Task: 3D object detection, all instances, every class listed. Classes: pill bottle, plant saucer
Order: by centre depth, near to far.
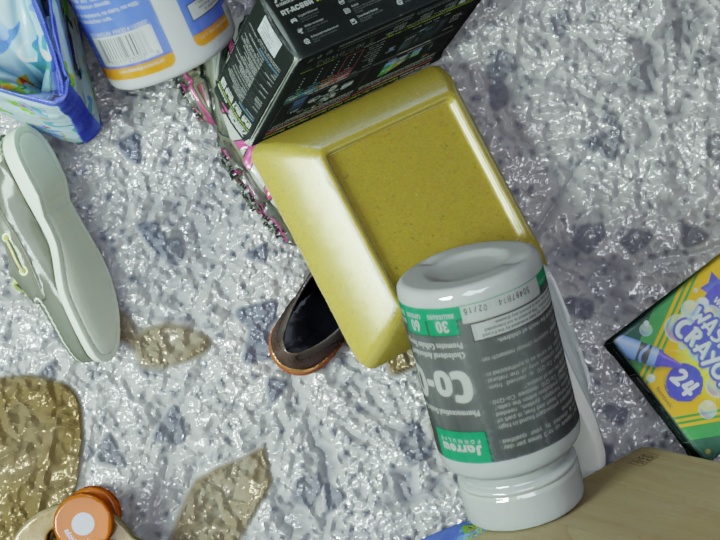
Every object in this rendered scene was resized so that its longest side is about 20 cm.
[{"bbox_3d":[0.103,0.087,1.300,0.113,0.113,0.200,-16,106,-3],"label":"pill bottle"},{"bbox_3d":[-0.183,-0.250,1.314,0.112,0.112,0.200,-25,114,-3],"label":"pill bottle"},{"bbox_3d":[0.043,-0.052,1.368,0.200,0.048,0.200,-27,89,-28],"label":"plant saucer"}]

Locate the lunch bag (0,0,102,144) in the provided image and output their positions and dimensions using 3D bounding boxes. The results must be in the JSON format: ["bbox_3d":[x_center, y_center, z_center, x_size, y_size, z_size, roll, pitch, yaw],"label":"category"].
[{"bbox_3d":[-0.287,-0.190,1.357,0.127,0.170,0.200,-42,86,-4],"label":"lunch bag"}]

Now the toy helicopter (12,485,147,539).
[{"bbox_3d":[-0.200,0.275,1.363,0.200,0.079,0.132,45,86,-1],"label":"toy helicopter"}]

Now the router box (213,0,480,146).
[{"bbox_3d":[-0.004,-0.188,1.339,0.200,0.150,0.062,-27,78,-26],"label":"router box"}]

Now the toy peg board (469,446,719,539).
[{"bbox_3d":[0.217,0.226,1.268,0.199,0.200,0.098,-23,106,-30],"label":"toy peg board"}]

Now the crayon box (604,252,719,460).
[{"bbox_3d":[0.318,0.048,1.405,0.200,0.052,0.126,-37,86,-5],"label":"crayon box"}]

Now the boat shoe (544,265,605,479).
[{"bbox_3d":[0.157,0.086,1.386,0.068,0.072,0.200,-38,106,-45],"label":"boat shoe"}]

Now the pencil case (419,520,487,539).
[{"bbox_3d":[0.055,0.250,1.369,0.200,0.087,0.078,-26,129,-3],"label":"pencil case"}]

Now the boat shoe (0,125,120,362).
[{"bbox_3d":[-0.257,-0.015,1.394,0.060,0.072,0.202,-20,95,22],"label":"boat shoe"}]

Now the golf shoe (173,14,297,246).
[{"bbox_3d":[-0.080,-0.117,1.402,0.092,0.073,0.200,-29,86,-5],"label":"golf shoe"}]

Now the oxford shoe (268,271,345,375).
[{"bbox_3d":[0.000,0.000,1.391,0.071,0.073,0.200,34,81,3],"label":"oxford shoe"}]
